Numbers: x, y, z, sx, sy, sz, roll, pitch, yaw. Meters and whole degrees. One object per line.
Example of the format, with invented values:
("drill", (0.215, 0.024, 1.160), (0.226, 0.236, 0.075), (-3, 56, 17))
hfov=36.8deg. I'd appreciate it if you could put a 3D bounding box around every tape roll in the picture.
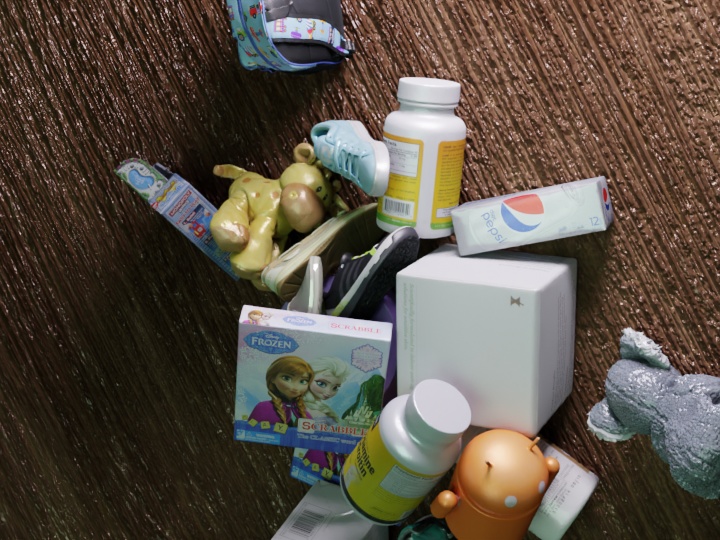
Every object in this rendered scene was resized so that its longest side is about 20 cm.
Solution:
("tape roll", (-0.023, 0.109, 1.563), (0.199, 0.085, 0.202), (-1, 87, 23))

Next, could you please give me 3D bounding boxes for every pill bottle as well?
("pill bottle", (0.059, 0.229, 1.374), (0.112, 0.112, 0.200), (42, 131, 12))
("pill bottle", (0.083, -0.153, 1.453), (0.110, 0.111, 0.201), (13, 108, 24))
("pill bottle", (0.216, 0.273, 1.489), (0.200, 0.114, 0.115), (36, 116, 15))

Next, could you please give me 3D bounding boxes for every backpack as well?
("backpack", (-0.111, -0.351, 1.454), (0.134, 0.200, 0.184), (-3, 102, 28))

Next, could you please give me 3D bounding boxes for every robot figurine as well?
("robot figurine", (0.168, 0.278, 1.360), (0.143, 0.117, 0.201), (17, 138, 5))

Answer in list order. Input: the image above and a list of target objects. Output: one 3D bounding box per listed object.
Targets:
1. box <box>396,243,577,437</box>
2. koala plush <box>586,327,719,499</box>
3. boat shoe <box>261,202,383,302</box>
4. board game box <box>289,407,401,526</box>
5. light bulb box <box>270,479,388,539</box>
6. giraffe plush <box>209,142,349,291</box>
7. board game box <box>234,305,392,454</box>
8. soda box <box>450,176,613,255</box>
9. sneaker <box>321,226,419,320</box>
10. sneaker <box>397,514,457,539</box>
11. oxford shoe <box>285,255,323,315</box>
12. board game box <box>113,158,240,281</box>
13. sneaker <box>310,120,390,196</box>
("box", (0.168, 0.086, 1.433), (0.199, 0.171, 0.201), (7, 107, 25))
("koala plush", (0.389, 0.171, 1.353), (0.199, 0.183, 0.178), (32, 115, 30))
("boat shoe", (-0.050, -0.035, 1.531), (0.063, 0.200, 0.073), (36, 160, 43))
("board game box", (0.000, 0.257, 1.640), (0.199, 0.041, 0.201), (19, 110, 22))
("light bulb box", (-0.051, 0.460, 1.605), (0.124, 0.198, 0.201), (14, 125, 25))
("giraffe plush", (-0.108, -0.090, 1.566), (0.161, 0.173, 0.201), (-18, 60, 20))
("board game box", (-0.066, 0.151, 1.450), (0.198, 0.041, 0.201), (6, 121, 1))
("soda box", (0.223, -0.071, 1.414), (0.199, 0.068, 0.064), (-10, 99, 24))
("sneaker", (0.000, 0.000, 1.456), (0.200, 0.071, 0.083), (-53, 57, 32))
("sneaker", (0.128, 0.378, 1.558), (0.200, 0.121, 0.084), (-35, 86, 30))
("oxford shoe", (-0.085, 0.074, 1.482), (0.057, 0.075, 0.201), (12, 114, 3))
("board game box", (-0.264, -0.095, 1.598), (0.200, 0.200, 0.062), (39, 84, 25))
("sneaker", (-0.020, -0.150, 1.461), (0.081, 0.200, 0.074), (-2, 112, -17))
